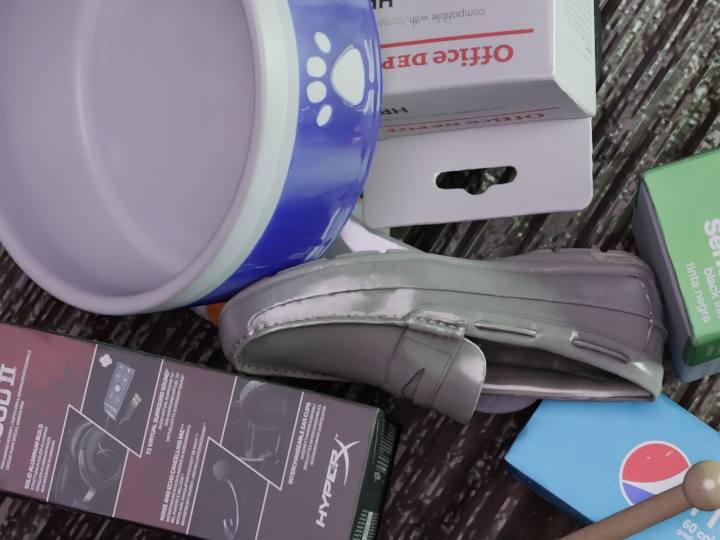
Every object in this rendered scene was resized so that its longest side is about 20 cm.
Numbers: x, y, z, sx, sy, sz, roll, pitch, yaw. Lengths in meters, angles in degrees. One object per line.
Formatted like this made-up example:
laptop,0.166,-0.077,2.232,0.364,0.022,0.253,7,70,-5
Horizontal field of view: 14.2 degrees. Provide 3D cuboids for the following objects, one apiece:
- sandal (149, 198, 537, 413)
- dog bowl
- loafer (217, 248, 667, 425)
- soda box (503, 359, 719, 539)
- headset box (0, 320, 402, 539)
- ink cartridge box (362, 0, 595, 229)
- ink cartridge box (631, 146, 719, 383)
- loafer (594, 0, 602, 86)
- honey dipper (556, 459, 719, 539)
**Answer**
sandal,-0.003,0.008,1.356,0.206,0.059,0.080,26,104,6
dog bowl,-0.087,-0.083,1.280,0.199,0.079,0.201,5,98,42
loafer,0.038,0.032,1.269,0.199,0.070,0.070,-3,63,-7
soda box,0.165,0.118,1.324,0.200,0.064,0.068,35,85,8
headset box,-0.089,0.079,1.305,0.199,0.149,0.078,14,85,7
ink cartridge box,0.042,-0.127,1.298,0.115,0.068,0.201,-5,75,19
ink cartridge box,0.228,-0.024,1.298,0.199,0.146,0.085,-17,80,2
loafer,0.064,-0.171,1.376,0.072,0.073,0.201,-18,71,10
honey dipper,0.081,0.130,1.295,0.199,0.038,0.038,-28,79,30
